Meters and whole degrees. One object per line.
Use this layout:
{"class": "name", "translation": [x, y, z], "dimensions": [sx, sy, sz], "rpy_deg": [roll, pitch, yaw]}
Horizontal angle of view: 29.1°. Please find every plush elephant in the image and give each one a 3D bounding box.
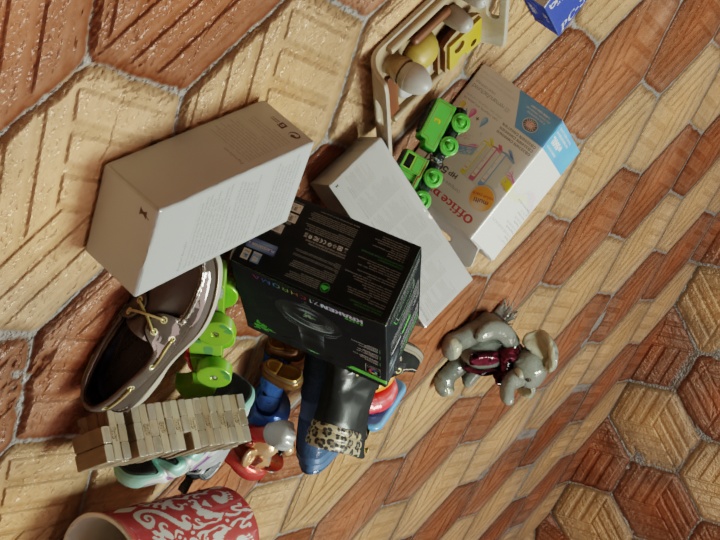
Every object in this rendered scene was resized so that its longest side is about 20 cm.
{"class": "plush elephant", "translation": [0.235, 0.153, 2.284], "dimensions": [0.199, 0.155, 0.166], "rpy_deg": [-37, 156, -31]}

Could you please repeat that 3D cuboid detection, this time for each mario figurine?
{"class": "mario figurine", "translation": [-0.099, 0.180, 1.697], "dimensions": [0.123, 0.106, 0.201], "rpy_deg": [-31, 150, -46]}

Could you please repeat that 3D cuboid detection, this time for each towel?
{"class": "towel", "translation": [-0.042, 0.146, 1.737], "dimensions": [0.112, 0.048, 0.202], "rpy_deg": [-35, 136, -60]}

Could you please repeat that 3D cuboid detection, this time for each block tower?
{"class": "block tower", "translation": [-0.201, 0.166, 1.441], "dimensions": [0.057, 0.055, 0.199], "rpy_deg": [-22, 167, 40]}

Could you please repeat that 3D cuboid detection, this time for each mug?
{"class": "mug", "translation": [-0.223, 0.334, 1.559], "dimensions": [0.199, 0.133, 0.179], "rpy_deg": [-9, 123, -52]}

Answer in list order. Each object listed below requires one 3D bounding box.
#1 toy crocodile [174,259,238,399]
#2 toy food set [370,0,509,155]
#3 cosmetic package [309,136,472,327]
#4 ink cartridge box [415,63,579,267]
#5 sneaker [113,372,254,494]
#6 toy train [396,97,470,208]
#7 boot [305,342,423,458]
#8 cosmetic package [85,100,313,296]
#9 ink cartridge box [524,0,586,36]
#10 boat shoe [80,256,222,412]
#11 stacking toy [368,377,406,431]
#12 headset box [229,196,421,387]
{"class": "toy crocodile", "translation": [-0.160, 0.062, 1.438], "dimensions": [0.201, 0.061, 0.068], "rpy_deg": [100, -7, -51]}
{"class": "toy food set", "translation": [0.088, -0.222, 1.471], "dimensions": [0.200, 0.060, 0.144], "rpy_deg": [-44, 158, -17]}
{"class": "cosmetic package", "translation": [0.034, -0.041, 1.509], "dimensions": [0.083, 0.050, 0.201], "rpy_deg": [-43, 115, -21]}
{"class": "ink cartridge box", "translation": [0.147, -0.117, 1.676], "dimensions": [0.201, 0.128, 0.125], "rpy_deg": [-52, 159, 1]}
{"class": "sneaker", "translation": [-0.202, 0.214, 1.572], "dimensions": [0.199, 0.078, 0.141], "rpy_deg": [-31, 152, -39]}
{"class": "toy train", "translation": [0.060, -0.103, 1.573], "dimensions": [0.202, 0.056, 0.042], "rpy_deg": [-63, -170, -7]}
{"class": "boot", "translation": [0.004, 0.148, 1.685], "dimensions": [0.200, 0.072, 0.152], "rpy_deg": [23, 81, -65]}
{"class": "cosmetic package", "translation": [-0.140, -0.067, 1.233], "dimensions": [0.199, 0.071, 0.102], "rpy_deg": [-30, 151, -45]}
{"class": "ink cartridge box", "translation": [0.269, -0.378, 1.614], "dimensions": [0.201, 0.044, 0.094], "rpy_deg": [-52, 158, 2]}
{"class": "boat shoe", "translation": [-0.201, 0.056, 1.321], "dimensions": [0.201, 0.072, 0.059], "rpy_deg": [-53, 163, 21]}
{"class": "stacking toy", "translation": [0.006, 0.098, 1.808], "dimensions": [0.116, 0.109, 0.202], "rpy_deg": [-51, 156, -50]}
{"class": "headset box", "translation": [-0.032, 0.022, 1.430], "dimensions": [0.200, 0.172, 0.093], "rpy_deg": [88, 26, -68]}
